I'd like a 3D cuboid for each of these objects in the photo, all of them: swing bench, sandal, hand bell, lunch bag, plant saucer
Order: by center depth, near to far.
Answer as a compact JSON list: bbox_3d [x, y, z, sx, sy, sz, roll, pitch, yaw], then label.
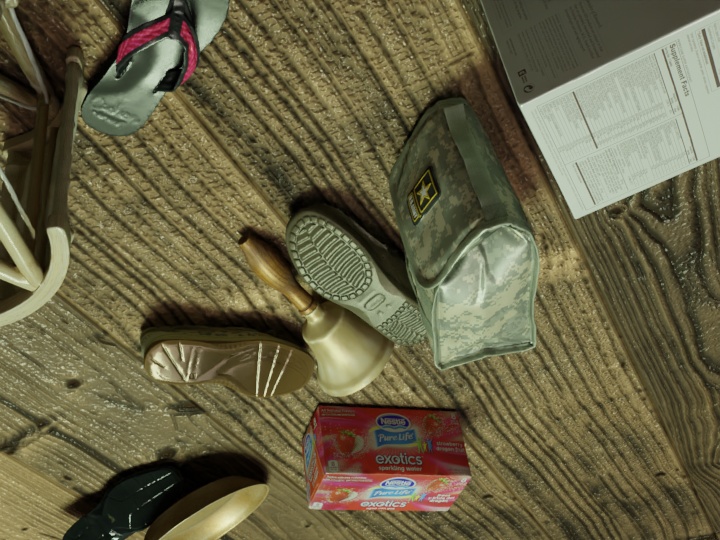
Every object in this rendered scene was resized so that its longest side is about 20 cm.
[{"bbox_3d":[-0.280,-0.102,0.717,0.129,0.201,0.200,-23,139,16],"label":"swing bench"},{"bbox_3d":[-0.163,-0.169,0.784,0.074,0.045,0.200,18,133,-29],"label":"sandal"},{"bbox_3d":[0.094,-0.036,0.903,0.116,0.165,0.201,-12,140,-3],"label":"lunch bag"},{"bbox_3d":[-0.059,0.031,1.031,0.103,0.105,0.200,-27,125,20],"label":"hand bell"},{"bbox_3d":[-0.215,0.331,1.323,0.199,0.036,0.201,-31,159,-13],"label":"plant saucer"}]

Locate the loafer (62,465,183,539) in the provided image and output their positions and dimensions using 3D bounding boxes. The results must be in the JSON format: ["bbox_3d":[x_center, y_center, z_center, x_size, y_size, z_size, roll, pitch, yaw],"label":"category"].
[{"bbox_3d":[-0.312,0.320,1.327,0.199,0.073,0.072,-33,174,16],"label":"loafer"}]

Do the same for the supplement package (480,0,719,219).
[{"bbox_3d":[0.221,-0.174,0.776,0.198,0.153,0.151,-24,139,16],"label":"supplement package"}]

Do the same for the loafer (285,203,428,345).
[{"bbox_3d":[0.000,0.000,1.006,0.076,0.068,0.200,-34,119,22],"label":"loafer"}]

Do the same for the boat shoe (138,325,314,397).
[{"bbox_3d":[-0.146,0.091,1.094,0.198,0.063,0.074,12,110,-28],"label":"boat shoe"}]

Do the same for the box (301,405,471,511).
[{"bbox_3d":[0.031,0.243,1.269,0.197,0.101,0.096,5,138,-17],"label":"box"}]
